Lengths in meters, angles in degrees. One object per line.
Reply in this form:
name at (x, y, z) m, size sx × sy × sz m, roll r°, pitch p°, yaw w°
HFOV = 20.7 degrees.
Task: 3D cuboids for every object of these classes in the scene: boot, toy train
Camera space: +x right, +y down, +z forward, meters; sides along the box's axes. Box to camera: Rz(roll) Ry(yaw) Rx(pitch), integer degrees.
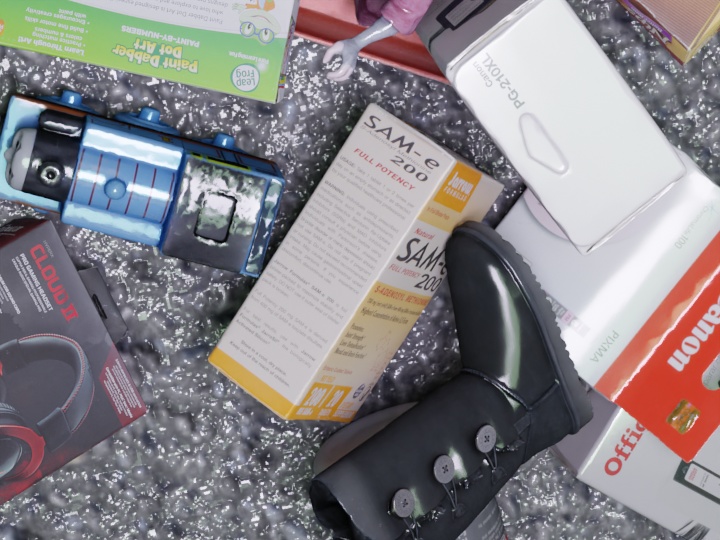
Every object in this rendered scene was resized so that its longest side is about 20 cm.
boot at (0.042, 0.087, 1.265) m, size 0.200 × 0.066 × 0.165 m, roll -35°, pitch 104°, yaw -23°
toy train at (-0.145, -0.059, 1.282) m, size 0.199 × 0.114 × 0.087 m, roll 15°, pitch 99°, yaw -13°

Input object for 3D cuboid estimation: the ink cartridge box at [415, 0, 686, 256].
ink cartridge box at (0.112, -0.112, 1.229) m, size 0.084 × 0.200 × 0.145 m, roll -37°, pitch 106°, yaw 6°

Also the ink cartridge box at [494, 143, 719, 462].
ink cartridge box at (0.189, 0.003, 1.327) m, size 0.163 × 0.200 × 0.057 m, roll -52°, pitch 148°, yaw 4°

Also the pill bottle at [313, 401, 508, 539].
pill bottle at (0.049, 0.203, 1.373) m, size 0.115 × 0.116 × 0.201 m, roll -19°, pitch 105°, yaw -4°

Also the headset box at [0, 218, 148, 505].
headset box at (-0.245, 0.067, 1.288) m, size 0.199 × 0.075 × 0.149 m, roll -32°, pitch 106°, yaw -25°

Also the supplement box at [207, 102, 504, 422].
supplement box at (0.000, 0.000, 1.306) m, size 0.073 × 0.126 × 0.201 m, roll 35°, pitch 97°, yaw 19°

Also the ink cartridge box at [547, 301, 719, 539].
ink cartridge box at (0.256, 0.120, 1.404) m, size 0.199 × 0.084 × 0.147 m, roll 28°, pitch 96°, yaw -15°

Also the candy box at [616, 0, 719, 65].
candy box at (0.240, -0.246, 1.284) m, size 0.117 × 0.056 × 0.200 m, roll 44°, pitch 91°, yaw 7°

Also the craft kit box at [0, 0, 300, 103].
craft kit box at (-0.128, -0.224, 1.264) m, size 0.199 × 0.049 × 0.199 m, roll 13°, pitch 98°, yaw 2°

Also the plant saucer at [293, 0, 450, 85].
plant saucer at (0.037, -0.236, 1.313) m, size 0.199 × 0.037 × 0.201 m, roll 16°, pitch 100°, yaw -13°

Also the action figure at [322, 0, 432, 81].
action figure at (0.036, -0.195, 1.198) m, size 0.148 × 0.200 × 0.135 m, roll -11°, pitch 99°, yaw -1°
